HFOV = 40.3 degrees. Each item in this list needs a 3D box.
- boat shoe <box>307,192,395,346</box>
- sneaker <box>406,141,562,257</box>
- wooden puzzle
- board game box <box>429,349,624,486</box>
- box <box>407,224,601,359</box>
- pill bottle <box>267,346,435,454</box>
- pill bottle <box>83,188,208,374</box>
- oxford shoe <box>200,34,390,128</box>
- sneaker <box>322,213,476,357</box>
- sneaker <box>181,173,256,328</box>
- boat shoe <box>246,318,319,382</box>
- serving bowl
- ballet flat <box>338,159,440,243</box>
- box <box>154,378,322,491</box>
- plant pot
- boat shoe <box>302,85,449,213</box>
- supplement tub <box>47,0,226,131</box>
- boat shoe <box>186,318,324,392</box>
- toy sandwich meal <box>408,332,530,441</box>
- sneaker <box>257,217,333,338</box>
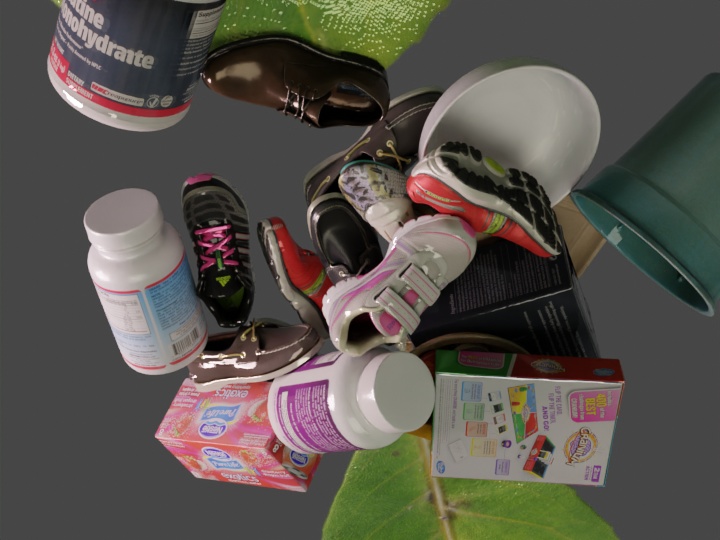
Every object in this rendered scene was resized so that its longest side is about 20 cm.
[{"bbox_3d":[0.000,0.000,1.091,0.071,0.068,0.201,-26,127,-2],"label":"boat shoe"},{"bbox_3d":[0.130,-0.067,1.027,0.199,0.078,0.085,28,137,-29],"label":"sneaker"},{"bbox_3d":[0.181,-0.033,1.190,0.198,0.037,0.186,19,124,-16],"label":"wooden puzzle"},{"bbox_3d":[0.177,0.164,1.076,0.197,0.041,0.155,3,123,3],"label":"board game box"},{"bbox_3d":[0.167,0.057,1.166,0.198,0.108,0.149,-17,132,14],"label":"box"},{"bbox_3d":[-0.010,0.143,1.088,0.112,0.113,0.199,29,154,-27],"label":"pill bottle"},{"bbox_3d":[-0.244,0.013,1.112,0.107,0.109,0.202,-9,129,-1],"label":"pill bottle"},{"bbox_3d":[-0.064,-0.187,0.995,0.197,0.085,0.073,4,130,-10],"label":"oxford shoe"},{"bbox_3d":[0.043,0.025,1.012,0.081,0.089,0.200,36,118,-25],"label":"sneaker"},{"bbox_3d":[-0.157,-0.014,1.117,0.073,0.088,0.202,-8,129,-1],"label":"sneaker"},{"bbox_3d":[-0.077,0.139,1.260,0.071,0.061,0.201,-28,127,19],"label":"boat shoe"},{"bbox_3d":[0.150,-0.143,1.046,0.197,0.066,0.202,-9,131,-11],"label":"serving bowl"},{"bbox_3d":[0.051,-0.056,1.065,0.072,0.073,0.200,-37,145,20],"label":"ballet flat"},{"bbox_3d":[-0.147,0.204,1.236,0.198,0.096,0.100,-2,138,37],"label":"box"},{"bbox_3d":[0.366,-0.090,1.058,0.196,0.200,0.200,-48,123,4],"label":"plant pot"},{"bbox_3d":[0.022,-0.120,1.075,0.200,0.061,0.072,-37,124,20],"label":"boat shoe"},{"bbox_3d":[-0.196,-0.243,0.892,0.139,0.141,0.201,14,126,-19],"label":"supplement tub"},{"bbox_3d":[-0.132,0.093,1.162,0.198,0.072,0.060,-16,109,35],"label":"boat shoe"},{"bbox_3d":[0.128,0.155,1.135,0.202,0.071,0.207,0,133,0],"label":"toy sandwich meal"},{"bbox_3d":[-0.056,-0.003,1.152,0.084,0.077,0.201,-30,138,1],"label":"sneaker"}]
